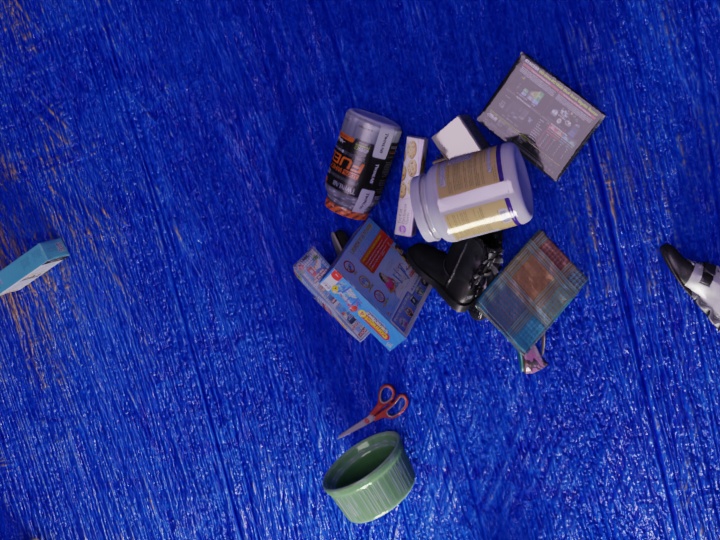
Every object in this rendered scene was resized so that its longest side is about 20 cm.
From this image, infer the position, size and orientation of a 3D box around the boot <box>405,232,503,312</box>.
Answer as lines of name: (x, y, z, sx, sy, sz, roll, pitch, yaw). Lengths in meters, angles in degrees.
boot: (0.184, -0.035, 1.532, 0.199, 0.072, 0.165, 49, 133, 32)

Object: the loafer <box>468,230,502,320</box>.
loafer: (0.255, -0.001, 1.558, 0.068, 0.069, 0.206, 19, 108, 57)

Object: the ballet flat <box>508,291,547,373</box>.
ballet flat: (0.333, 0.107, 1.564, 0.070, 0.069, 0.205, -17, 98, 3)

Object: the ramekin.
ramekin: (0.024, 0.447, 1.670, 0.197, 0.200, 0.099, -28, 99, 22)

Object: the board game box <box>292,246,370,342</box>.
board game box: (-0.049, 0.060, 1.608, 0.062, 0.200, 0.200, -42, 84, -8)

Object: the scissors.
scissors: (0.028, 0.335, 1.738, 0.073, 0.014, 0.201, 42, 109, 5)

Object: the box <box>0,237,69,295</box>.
box: (-0.824, -0.008, 1.926, 0.197, 0.082, 0.050, -29, 91, 22)

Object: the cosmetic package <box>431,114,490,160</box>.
cosmetic package: (0.230, -0.199, 1.511, 0.073, 0.103, 0.202, -35, 88, 22)

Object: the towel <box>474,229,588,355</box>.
towel: (0.334, 0.042, 1.515, 0.146, 0.022, 0.200, 43, 86, -5)

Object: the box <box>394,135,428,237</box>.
box: (0.105, -0.173, 1.593, 0.040, 0.039, 0.205, 12, 105, 17)

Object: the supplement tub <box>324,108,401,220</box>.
supplement tub: (0.000, -0.214, 1.576, 0.120, 0.122, 0.204, 22, 107, 13)

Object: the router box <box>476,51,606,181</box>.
router box: (0.342, -0.292, 1.473, 0.199, 0.062, 0.151, 39, 111, 8)

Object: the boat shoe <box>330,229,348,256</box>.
boat shoe: (0.000, 0.000, 1.655, 0.062, 0.074, 0.204, -28, 83, -7)

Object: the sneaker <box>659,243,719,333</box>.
sneaker: (0.637, 0.013, 1.433, 0.088, 0.074, 0.200, -41, 96, 21)

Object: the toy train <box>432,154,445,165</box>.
toy train: (0.187, -0.135, 1.569, 0.033, 0.046, 0.204, -17, 95, 21)

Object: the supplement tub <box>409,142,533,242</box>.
supplement tub: (0.201, -0.135, 1.402, 0.196, 0.145, 0.149, -14, 97, 23)

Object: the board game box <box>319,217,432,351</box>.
board game box: (0.038, 0.024, 1.551, 0.196, 0.201, 0.056, 44, 129, -7)

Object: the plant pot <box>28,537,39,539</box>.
plant pot: (-0.891, 0.836, 2.082, 0.199, 0.199, 0.186, -38, 77, 22)
